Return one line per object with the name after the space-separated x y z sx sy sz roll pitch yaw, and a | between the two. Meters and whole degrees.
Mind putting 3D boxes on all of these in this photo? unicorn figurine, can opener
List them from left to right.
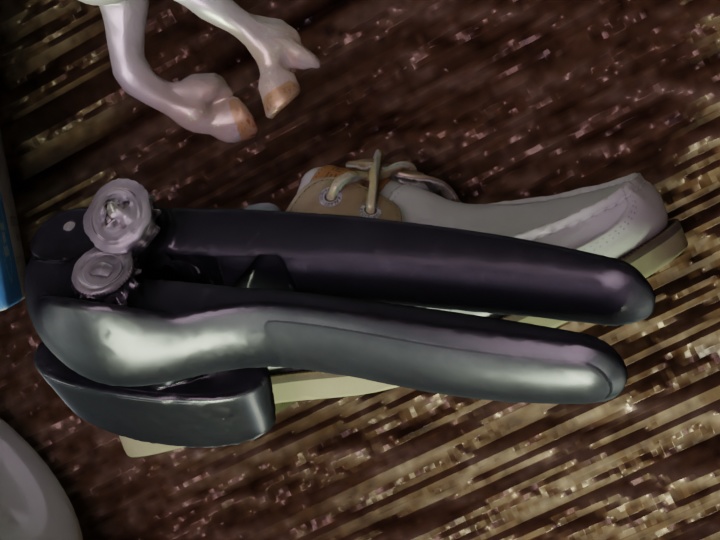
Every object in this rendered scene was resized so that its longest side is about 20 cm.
-0.056 -0.111 0.778 0.137 0.200 0.074 47 150 -5 | unicorn figurine
-0.011 0.009 0.749 0.199 0.079 0.064 -2 58 26 | can opener

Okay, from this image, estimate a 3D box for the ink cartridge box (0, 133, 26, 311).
-0.157 -0.082 0.824 0.066 0.116 0.201 -11 92 -3 | ink cartridge box

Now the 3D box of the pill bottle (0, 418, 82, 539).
-0.190 0.135 0.870 0.111 0.111 0.200 45 109 11 | pill bottle

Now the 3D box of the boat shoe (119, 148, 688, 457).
0.000 0.000 0.802 0.199 0.075 0.069 -18 95 22 | boat shoe
